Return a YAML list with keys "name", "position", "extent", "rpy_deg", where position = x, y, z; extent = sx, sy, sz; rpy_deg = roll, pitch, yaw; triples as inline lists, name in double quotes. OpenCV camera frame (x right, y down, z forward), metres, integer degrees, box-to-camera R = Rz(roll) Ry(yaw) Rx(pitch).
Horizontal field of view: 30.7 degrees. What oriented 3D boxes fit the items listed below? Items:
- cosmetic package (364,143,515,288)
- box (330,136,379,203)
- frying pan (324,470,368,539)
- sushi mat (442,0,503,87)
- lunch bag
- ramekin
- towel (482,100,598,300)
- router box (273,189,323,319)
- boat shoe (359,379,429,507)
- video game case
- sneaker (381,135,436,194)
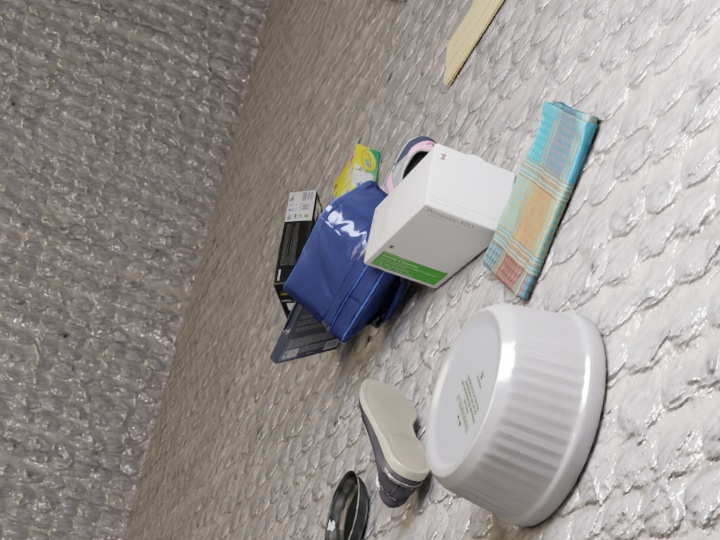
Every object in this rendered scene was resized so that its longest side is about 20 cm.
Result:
- name: "cosmetic package"
  position: [0.091, -0.061, 1.561]
  extent: [0.200, 0.107, 0.086]
  rpy_deg: [135, 151, -63]
- name: "box"
  position: [-0.015, -0.115, 2.154]
  extent: [0.118, 0.048, 0.201]
  rpy_deg: [124, 158, -49]
- name: "frying pan"
  position: [-0.022, 0.341, 1.618]
  extent: [0.115, 0.031, 0.192]
  rpy_deg: [131, 150, -57]
- name: "sushi mat"
  position: [0.166, -0.359, 1.853]
  extent: [0.200, 0.012, 0.096]
  rpy_deg: [123, 161, -45]
- name: "lunch bag"
  position: [0.000, 0.000, 1.739]
  extent: [0.136, 0.132, 0.201]
  rpy_deg: [-34, -21, -47]
- name: "ramekin"
  position: [0.132, 0.122, 1.186]
  extent: [0.202, 0.094, 0.204]
  rpy_deg: [-160, 90, -76]
- name: "towel"
  position: [0.188, -0.080, 1.391]
  extent: [0.147, 0.022, 0.202]
  rpy_deg: [-125, 55, -74]
- name: "router box"
  position: [-0.089, -0.008, 2.140]
  extent: [0.150, 0.051, 0.201]
  rpy_deg: [73, -161, -47]
- name: "boat shoe"
  position: [0.028, 0.195, 1.509]
  extent: [0.063, 0.072, 0.200]
  rpy_deg: [-65, 20, 20]
- name: "video game case"
  position: [-0.046, 0.044, 1.927]
  extent: [0.019, 0.142, 0.201]
  rpy_deg: [40, 119, 28]
- name: "sneaker"
  position: [0.056, -0.089, 1.800]
  extent: [0.082, 0.070, 0.202]
  rpy_deg: [-140, 68, -78]
